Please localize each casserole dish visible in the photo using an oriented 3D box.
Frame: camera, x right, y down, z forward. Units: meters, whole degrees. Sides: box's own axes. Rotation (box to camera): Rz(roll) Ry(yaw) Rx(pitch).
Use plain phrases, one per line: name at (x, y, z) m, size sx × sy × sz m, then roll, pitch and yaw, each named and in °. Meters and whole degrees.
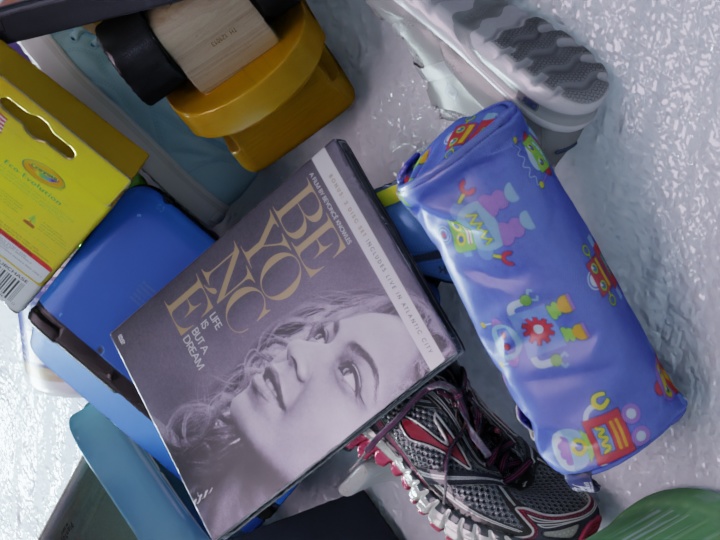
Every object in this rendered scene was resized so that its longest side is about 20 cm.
casserole dish at (-0.127, 0.156, 1.436) m, size 0.039 × 0.121 × 0.200 m, roll -47°, pitch 61°, yaw 15°

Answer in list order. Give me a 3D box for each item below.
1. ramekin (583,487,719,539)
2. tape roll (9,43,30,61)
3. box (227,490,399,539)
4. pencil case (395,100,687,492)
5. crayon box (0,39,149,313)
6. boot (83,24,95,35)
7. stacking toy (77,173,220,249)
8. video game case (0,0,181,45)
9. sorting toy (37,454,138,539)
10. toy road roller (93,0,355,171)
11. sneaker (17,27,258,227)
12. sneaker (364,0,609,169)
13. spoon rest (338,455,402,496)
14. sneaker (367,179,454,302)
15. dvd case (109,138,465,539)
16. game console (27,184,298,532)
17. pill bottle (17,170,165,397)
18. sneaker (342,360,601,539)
ramekin at (0.162, 0.225, 1.071) m, size 0.200 × 0.097 × 0.201 m, roll 26°, pitch 123°, yaw 47°
tape roll at (-0.273, -0.134, 1.534) m, size 0.200 × 0.085 × 0.201 m, roll 24°, pitch 121°, yaw 47°
box at (-0.018, 0.289, 1.327) m, size 0.197 × 0.117 × 0.200 m, roll 53°, pitch 141°, yaw 27°
pencil case at (0.091, 0.013, 1.057) m, size 0.087 × 0.078 × 0.200 m, roll -25°, pitch 101°, yaw 27°
crayon box at (-0.212, -0.063, 1.235) m, size 0.127 × 0.051 × 0.200 m, roll 39°, pitch 144°, yaw -9°
boot at (-0.181, -0.239, 1.380) m, size 0.155 × 0.073 × 0.201 m, roll -13°, pitch 89°, yaw 54°
stacking toy at (-0.169, -0.043, 1.333) m, size 0.200 × 0.085 × 0.085 m, roll 47°, pitch 149°, yaw -17°
video game case at (-0.129, -0.220, 1.197) m, size 0.199 × 0.181 × 0.026 m, roll -8°, pitch 139°, yaw 35°
sorting toy at (-0.172, 0.244, 1.429) m, size 0.036 × 0.185 × 0.200 m, roll -19°, pitch 114°, yaw 23°
toy road roller at (-0.085, -0.152, 1.237) m, size 0.146 × 0.123 × 0.200 m, roll 51°, pitch -172°, yaw -38°
sneaker at (-0.143, -0.123, 1.332) m, size 0.200 × 0.082 × 0.074 m, roll 43°, pitch -179°, yaw -8°
sneaker at (0.045, -0.122, 1.111) m, size 0.200 × 0.075 × 0.082 m, roll 47°, pitch 136°, yaw 31°
spoon rest at (0.073, 0.188, 1.228) m, size 0.200 × 0.061 × 0.099 m, roll 51°, pitch 142°, yaw 8°
sneaker at (0.000, 0.000, 1.232) m, size 0.200 × 0.066 × 0.079 m, roll -23°, pitch 88°, yaw 55°
dvd case at (-0.048, 0.042, 1.180) m, size 0.200 × 0.016 × 0.149 m, roll -39°, pitch 67°, yaw 24°
game console at (-0.107, 0.061, 1.309) m, size 0.200 × 0.118 × 0.171 m, roll 40°, pitch 102°, yaw 0°
pill bottle at (-0.187, -0.021, 1.430) m, size 0.120 × 0.119 × 0.201 m, roll 12°, pitch 111°, yaw 51°
sneaker at (0.051, 0.094, 1.162) m, size 0.200 × 0.081 × 0.075 m, roll 34°, pitch 123°, yaw 19°
